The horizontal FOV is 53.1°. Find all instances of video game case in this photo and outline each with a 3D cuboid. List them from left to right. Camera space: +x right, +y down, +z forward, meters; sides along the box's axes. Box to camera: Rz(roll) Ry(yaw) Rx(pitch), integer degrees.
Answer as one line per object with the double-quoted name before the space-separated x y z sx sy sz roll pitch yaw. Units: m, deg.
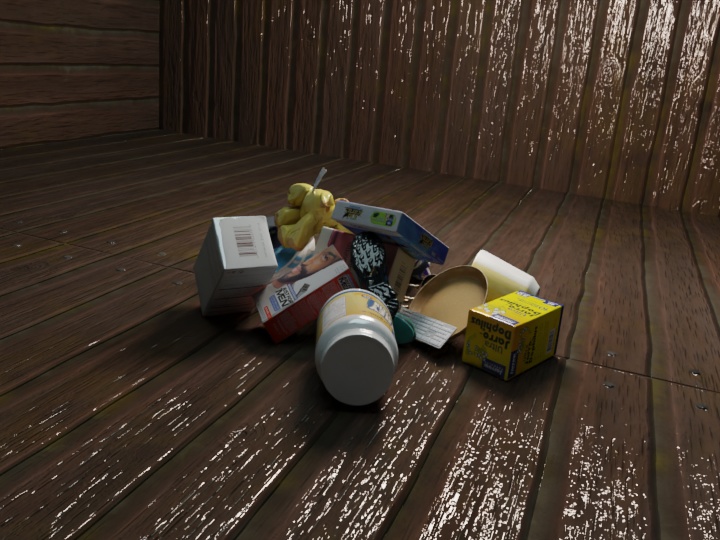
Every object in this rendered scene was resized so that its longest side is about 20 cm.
"video game case" 0.063 -0.077 1.510 0.178 0.047 0.199 16 -10 40

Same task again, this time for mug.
"mug" 0.310 0.067 1.611 0.150 0.190 0.150 20 -21 18

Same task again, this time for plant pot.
"plant pot" 0.182 0.076 1.494 0.197 0.028 0.203 -29 33 21

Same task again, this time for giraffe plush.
"giraffe plush" -0.082 -0.118 1.668 0.160 0.200 0.175 26 28 -37

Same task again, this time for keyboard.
"keyboard" 0.118 0.114 1.475 0.056 0.011 0.198 -41 28 -19

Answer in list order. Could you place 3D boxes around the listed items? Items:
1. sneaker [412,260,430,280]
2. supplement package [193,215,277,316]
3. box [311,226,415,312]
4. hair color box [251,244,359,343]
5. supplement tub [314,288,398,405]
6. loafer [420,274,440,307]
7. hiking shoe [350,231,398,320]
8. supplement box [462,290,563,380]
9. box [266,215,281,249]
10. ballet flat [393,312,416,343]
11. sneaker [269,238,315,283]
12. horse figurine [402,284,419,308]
"sneaker" 0.143 -0.028 1.820 0.146 0.081 0.200 40 1 -24
"supplement package" -0.259 -0.007 1.472 0.115 0.200 0.120 -5 64 -29
"box" 0.000 0.000 1.544 0.196 0.131 0.109 15 -7 28
"hair color box" -0.111 0.045 1.435 0.197 0.065 0.111 -31 34 -5
"supplement tub" -0.008 0.130 1.246 0.140 0.149 0.201 4 17 -4
"loafer" 0.172 0.053 1.631 0.070 0.074 0.200 27 11 -19
"hiking shoe" 0.021 0.020 1.418 0.072 0.087 0.204 -8 59 -8
"supplement box" 0.303 0.123 1.423 0.107 0.113 0.197 19 22 38
"box" -0.207 -0.055 1.775 0.077 0.145 0.198 16 21 33
"ballet flat" 0.025 0.101 1.482 0.194 0.069 0.070 10 12 13
"sneaker" -0.169 -0.018 1.704 0.075 0.083 0.200 17 40 30
"horse figurine" 0.058 0.056 1.659 0.129 0.051 0.200 10 18 14
